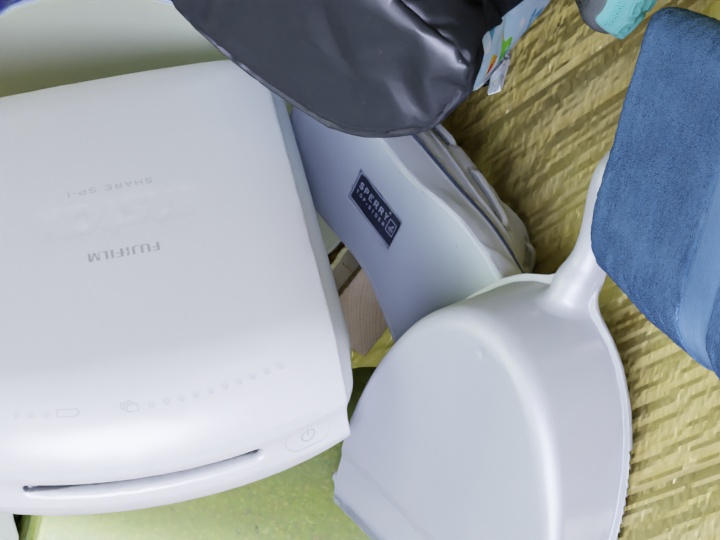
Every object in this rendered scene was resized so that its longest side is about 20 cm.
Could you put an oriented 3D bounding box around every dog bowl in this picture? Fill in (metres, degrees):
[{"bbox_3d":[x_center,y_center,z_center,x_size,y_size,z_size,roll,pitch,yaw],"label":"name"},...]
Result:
[{"bbox_3d":[-0.085,-0.084,1.330,0.200,0.200,0.079,-54,15,49],"label":"dog bowl"}]

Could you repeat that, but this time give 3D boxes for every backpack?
[{"bbox_3d":[0.009,-0.140,1.192,0.200,0.163,0.154,-48,-4,-43],"label":"backpack"}]

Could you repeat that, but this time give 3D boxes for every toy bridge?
[{"bbox_3d":[0.000,0.000,1.328,0.067,0.027,0.200,-52,8,-3],"label":"toy bridge"}]

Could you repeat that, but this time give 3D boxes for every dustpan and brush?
[{"bbox_3d":[0.066,0.033,1.093,0.140,0.057,0.200,41,128,42],"label":"dustpan and brush"}]

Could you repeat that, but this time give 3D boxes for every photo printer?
[{"bbox_3d":[-0.094,0.010,1.167,0.070,0.166,0.200,86,172,-47],"label":"photo printer"}]

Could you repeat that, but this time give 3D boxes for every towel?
[{"bbox_3d":[0.136,-0.017,0.950,0.200,0.048,0.112,-130,55,-66],"label":"towel"}]

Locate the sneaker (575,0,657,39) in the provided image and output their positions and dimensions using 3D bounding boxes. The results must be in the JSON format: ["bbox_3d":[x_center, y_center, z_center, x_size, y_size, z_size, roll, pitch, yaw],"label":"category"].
[{"bbox_3d":[0.078,-0.175,1.152,0.078,0.091,0.200,121,154,-45],"label":"sneaker"}]

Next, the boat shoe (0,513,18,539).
[{"bbox_3d":[-0.177,0.079,1.196,0.075,0.066,0.200,130,147,-53],"label":"boat shoe"}]

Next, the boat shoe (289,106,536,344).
[{"bbox_3d":[0.041,-0.009,1.198,0.074,0.065,0.200,-55,49,34],"label":"boat shoe"}]

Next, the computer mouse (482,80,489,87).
[{"bbox_3d":[0.064,-0.180,1.305,0.059,0.034,0.201,3,85,44],"label":"computer mouse"}]

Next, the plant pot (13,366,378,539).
[{"bbox_3d":[-0.067,0.117,1.244,0.200,0.184,0.201,-168,90,-72],"label":"plant pot"}]
